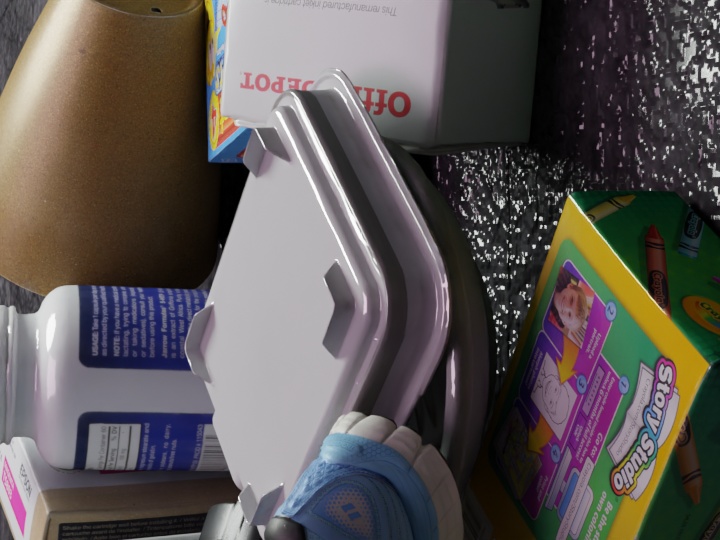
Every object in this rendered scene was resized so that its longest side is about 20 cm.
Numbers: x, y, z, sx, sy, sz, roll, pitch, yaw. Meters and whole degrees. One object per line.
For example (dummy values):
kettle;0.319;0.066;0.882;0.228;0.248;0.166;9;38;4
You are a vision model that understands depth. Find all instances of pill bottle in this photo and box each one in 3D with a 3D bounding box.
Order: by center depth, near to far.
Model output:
pill bottle;-0.159;0.070;1.081;0.120;0.198;0.121;-177;90;-77

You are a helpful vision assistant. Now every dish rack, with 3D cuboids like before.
dish rack;-0.032;0.026;0.764;0.172;0.043;0.201;63;145;40

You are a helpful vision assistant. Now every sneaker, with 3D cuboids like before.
sneaker;0.005;0.162;0.693;0.078;0.090;0.202;4;122;45

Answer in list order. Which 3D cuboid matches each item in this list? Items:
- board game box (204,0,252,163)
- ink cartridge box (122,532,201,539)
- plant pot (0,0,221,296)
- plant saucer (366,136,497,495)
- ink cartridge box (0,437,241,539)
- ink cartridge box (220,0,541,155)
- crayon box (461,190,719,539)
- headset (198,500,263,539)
board game box;-0.052;-0.177;1.004;0.200;0.055;0.198;159;111;-73
ink cartridge box;-0.106;0.239;0.985;0.147;0.198;0.147;144;121;-60
plant pot;-0.170;-0.108;1.141;0.187;0.185;0.201;-120;39;-47
plant saucer;0.019;0.036;0.774;0.200;0.050;0.202;177;90;-66
ink cartridge box;-0.169;0.140;1.163;0.200;0.163;0.076;-131;46;-54
ink cartridge box;0.013;-0.165;0.814;0.144;0.083;0.202;12;102;39
crayon box;0.107;0.082;0.694;0.119;0.058;0.201;-122;40;-49
headset;-0.004;0.171;0.861;0.199;0.123;0.095;-4;58;42
